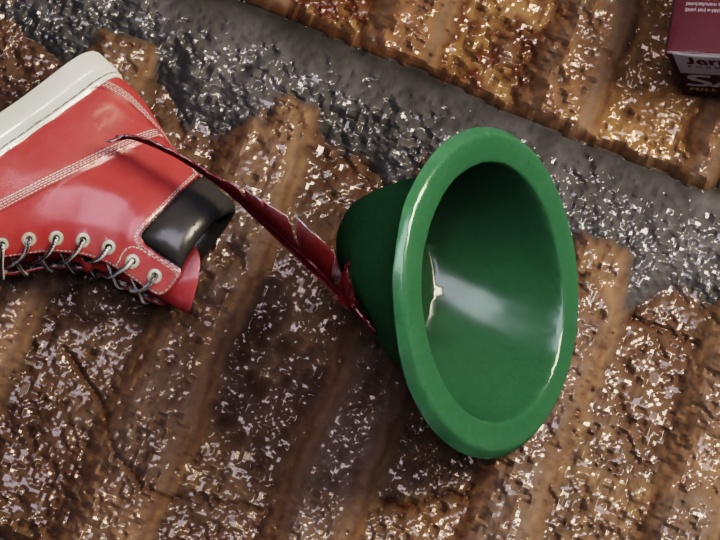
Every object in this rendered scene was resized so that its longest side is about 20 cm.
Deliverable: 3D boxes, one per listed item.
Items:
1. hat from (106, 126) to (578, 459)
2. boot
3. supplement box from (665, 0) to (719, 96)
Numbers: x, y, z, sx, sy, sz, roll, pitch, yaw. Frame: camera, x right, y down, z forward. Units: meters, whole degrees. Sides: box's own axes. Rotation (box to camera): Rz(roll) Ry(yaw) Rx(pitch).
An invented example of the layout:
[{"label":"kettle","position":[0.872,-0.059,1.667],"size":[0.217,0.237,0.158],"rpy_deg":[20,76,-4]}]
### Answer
[{"label":"hat","position":[0.000,0.000,1.597],"size":[0.166,0.176,0.201],"rpy_deg":[-28,112,-49]},{"label":"boot","position":[-0.169,-0.008,1.575],"size":[0.200,0.072,0.144],"rpy_deg":[-38,80,-19]},{"label":"supplement box","position":[0.243,-0.198,1.659],"size":[0.109,0.061,0.201],"rpy_deg":[4,69,20]}]
